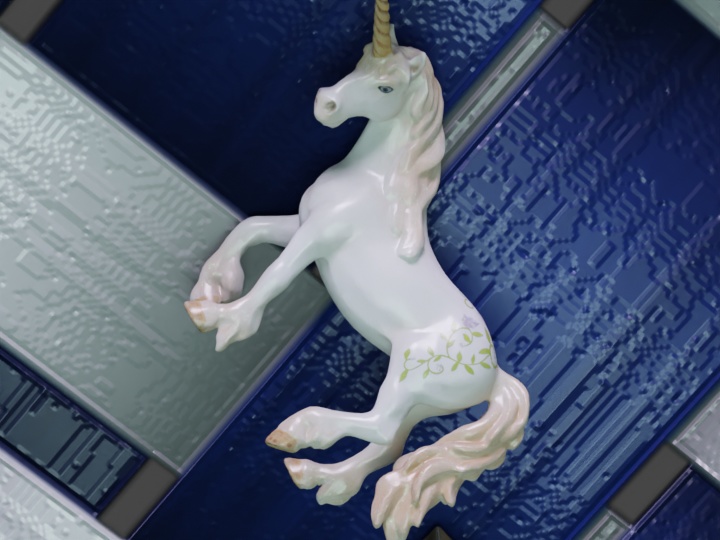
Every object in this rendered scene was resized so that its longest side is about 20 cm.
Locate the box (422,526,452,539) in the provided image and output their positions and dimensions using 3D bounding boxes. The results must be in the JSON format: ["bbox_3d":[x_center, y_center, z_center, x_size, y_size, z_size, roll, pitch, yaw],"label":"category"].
[{"bbox_3d":[0.063,0.219,1.226,0.200,0.032,0.121,43,103,-13],"label":"box"}]

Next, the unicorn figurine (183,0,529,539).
[{"bbox_3d":[0.000,0.000,1.126,0.137,0.074,0.201,-32,100,0],"label":"unicorn figurine"}]
